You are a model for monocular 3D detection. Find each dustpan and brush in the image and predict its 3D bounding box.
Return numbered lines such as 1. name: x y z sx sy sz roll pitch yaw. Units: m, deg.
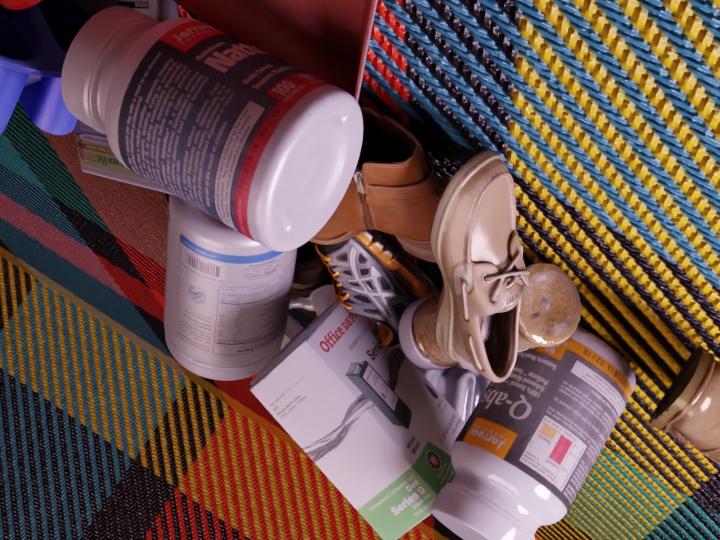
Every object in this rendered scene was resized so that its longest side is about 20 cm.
1. dustpan and brush: -0.026 0.039 1.284 0.198 0.058 0.140 -12 160 14

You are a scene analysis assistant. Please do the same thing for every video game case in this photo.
1. video game case: -0.199 -0.162 0.999 0.199 0.022 0.184 16 119 50

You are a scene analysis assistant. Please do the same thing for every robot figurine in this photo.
1. robot figurine: 0.074 0.128 1.324 0.168 0.114 0.199 11 180 -35

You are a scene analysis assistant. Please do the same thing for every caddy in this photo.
1. caddy: -0.290 -0.196 0.958 0.140 0.106 0.200 -10 -133 -45

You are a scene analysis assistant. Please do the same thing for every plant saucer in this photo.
1. plant saucer: -0.070 -0.202 0.769 0.199 0.037 0.200 34 164 5

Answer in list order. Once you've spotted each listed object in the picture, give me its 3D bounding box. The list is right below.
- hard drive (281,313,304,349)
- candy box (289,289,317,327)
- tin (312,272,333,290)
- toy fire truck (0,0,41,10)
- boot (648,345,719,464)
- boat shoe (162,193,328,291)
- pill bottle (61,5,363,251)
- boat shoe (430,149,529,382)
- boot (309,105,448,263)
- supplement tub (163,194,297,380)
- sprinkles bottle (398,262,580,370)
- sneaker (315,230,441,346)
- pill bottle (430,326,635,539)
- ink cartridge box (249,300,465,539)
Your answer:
1. hard drive: -0.049 0.109 1.350 0.200 0.027 0.132 38 163 51
2. candy box: -0.101 0.033 1.439 0.199 0.027 0.103 22 156 40
3. tin: -0.043 0.038 1.446 0.200 0.042 0.112 43 167 -24
4. toy fire truck: -0.284 -0.227 0.831 0.175 0.201 0.129 18 159 47
5. boot: 0.329 0.142 0.927 0.199 0.067 0.175 32 177 14
6. boat shoe: -0.122 -0.050 1.290 0.198 0.076 0.072 24 161 3
7. pill bottle: -0.109 -0.108 0.841 0.199 0.120 0.120 28 164 21
8. boat shoe: 0.097 0.000 0.885 0.064 0.071 0.201 38 149 34
9. boot: -0.016 -0.076 0.956 0.198 0.077 0.156 24 163 27
10. supplement tub: -0.130 -0.003 1.190 0.131 0.132 0.201 29 137 17
11. sprinkles bottle: 0.106 0.042 1.030 0.068 0.069 0.200 38 156 -15
12. sneaker: 0.000 0.000 1.122 0.200 0.077 0.078 43 -170 -26
13. pill bottle: 0.151 0.151 1.061 0.116 0.201 0.117 31 164 10
14. ink cartridge box: 0.006 0.137 1.153 0.200 0.084 0.146 48 -155 -3
